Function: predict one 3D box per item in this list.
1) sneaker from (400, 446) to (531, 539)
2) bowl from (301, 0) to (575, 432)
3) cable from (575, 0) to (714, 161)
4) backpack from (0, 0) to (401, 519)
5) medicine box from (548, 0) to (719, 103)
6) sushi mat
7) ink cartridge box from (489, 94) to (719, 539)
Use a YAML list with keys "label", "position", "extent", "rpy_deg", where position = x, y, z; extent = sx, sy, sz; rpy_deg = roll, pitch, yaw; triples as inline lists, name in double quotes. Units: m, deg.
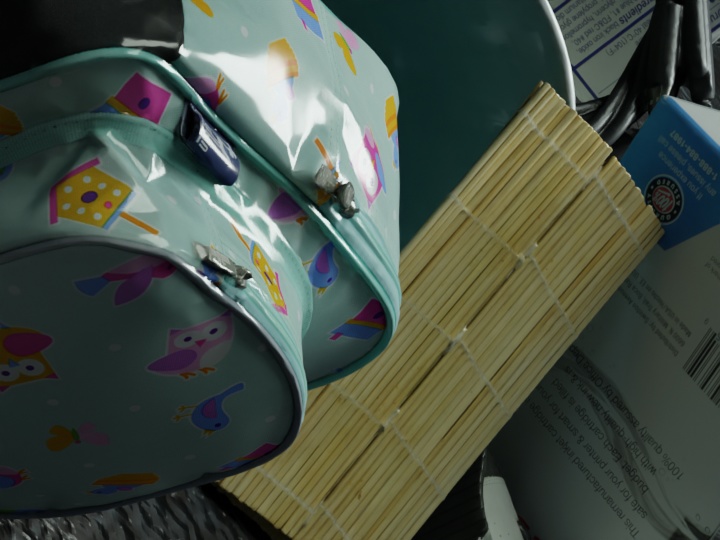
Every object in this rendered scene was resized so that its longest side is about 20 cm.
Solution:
- label: "sneaker"
  position: [0.039, 0.129, 1.014]
  extent: [0.089, 0.074, 0.201]
  rpy_deg: [62, 8, -49]
- label: "bowl"
  position: [-0.026, -0.049, 0.969]
  extent: [0.201, 0.201, 0.105]
  rpy_deg: [46, -12, -37]
- label: "cable"
  position: [0.097, -0.150, 1.287]
  extent: [0.051, 0.162, 0.201]
  rpy_deg: [116, -29, -81]
- label: "backpack"
  position: [-0.080, -0.017, 0.707]
  extent: [0.200, 0.175, 0.154]
  rpy_deg: [32, 45, -57]
- label: "medicine box"
  position: [0.118, -0.206, 1.418]
  extent: [0.200, 0.103, 0.182]
  rpy_deg: [51, 17, -8]
- label: "sushi mat"
  position: [0.033, 0.029, 0.964]
  extent: [0.096, 0.200, 0.012]
  rpy_deg: [48, -14, -34]
- label: "ink cartridge box"
  position: [0.135, 0.055, 1.042]
  extent: [0.083, 0.201, 0.145]
  rpy_deg: [10, 30, -42]
